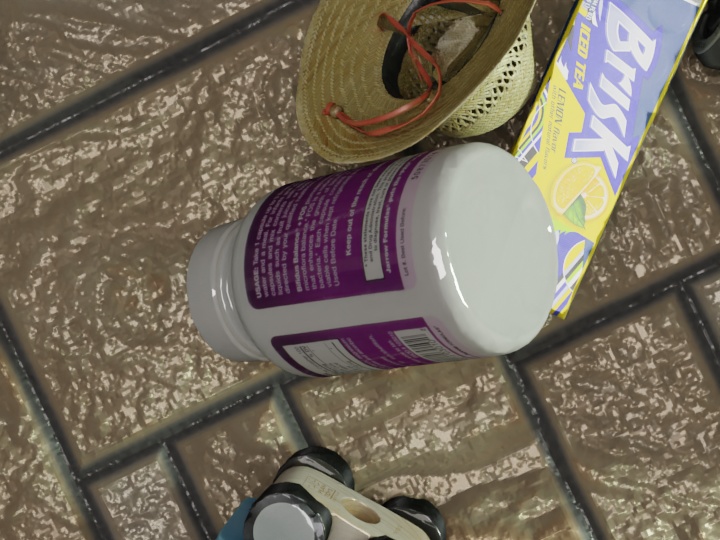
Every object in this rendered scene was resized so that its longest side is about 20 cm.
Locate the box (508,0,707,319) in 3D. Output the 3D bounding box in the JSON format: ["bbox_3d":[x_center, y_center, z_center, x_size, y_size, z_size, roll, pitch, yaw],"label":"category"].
[{"bbox_3d":[0.128,-0.078,0.934,0.070,0.064,0.201,24,93,2],"label":"box"}]

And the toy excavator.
[{"bbox_3d":[-0.070,0.203,0.952,0.193,0.100,0.201,28,103,4],"label":"toy excavator"}]

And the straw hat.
[{"bbox_3d":[0.057,-0.126,0.916,0.085,0.201,0.201,36,96,-35],"label":"straw hat"}]

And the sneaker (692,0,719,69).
[{"bbox_3d":[0.276,-0.186,0.924,0.079,0.075,0.201,34,101,-12],"label":"sneaker"}]

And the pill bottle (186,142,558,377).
[{"bbox_3d":[0.000,0.000,0.887,0.199,0.112,0.113,-9,92,40],"label":"pill bottle"}]
